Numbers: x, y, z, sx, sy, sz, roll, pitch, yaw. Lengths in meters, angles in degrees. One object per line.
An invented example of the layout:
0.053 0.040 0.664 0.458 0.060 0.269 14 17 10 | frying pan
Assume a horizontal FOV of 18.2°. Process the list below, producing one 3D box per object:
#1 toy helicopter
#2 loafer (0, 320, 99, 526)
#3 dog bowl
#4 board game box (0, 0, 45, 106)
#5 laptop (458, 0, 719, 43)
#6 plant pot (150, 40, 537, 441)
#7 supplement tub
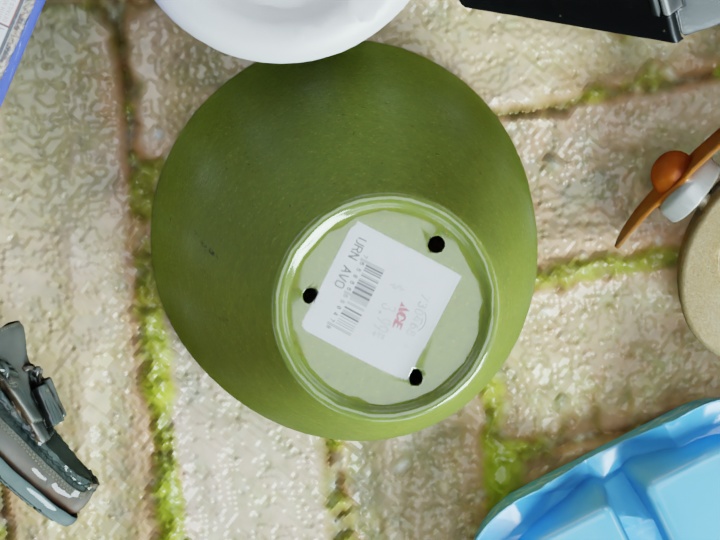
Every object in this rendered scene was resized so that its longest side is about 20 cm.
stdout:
0.197 -0.052 1.051 0.131 0.079 0.201 14 108 5 | toy helicopter
-0.187 0.031 1.044 0.063 0.072 0.200 -45 98 -3 | loafer
0.139 0.132 1.098 0.199 0.050 0.112 -27 101 -1 | dog bowl
-0.202 -0.163 0.847 0.199 0.097 0.160 24 95 -8 | board game box
0.123 -0.205 0.925 0.116 0.199 0.188 -37 124 -31 | laptop
0.000 0.000 0.987 0.185 0.200 0.189 -1 100 -5 | plant pot
-0.037 -0.159 0.958 0.131 0.200 0.133 -1 99 -5 | supplement tub
